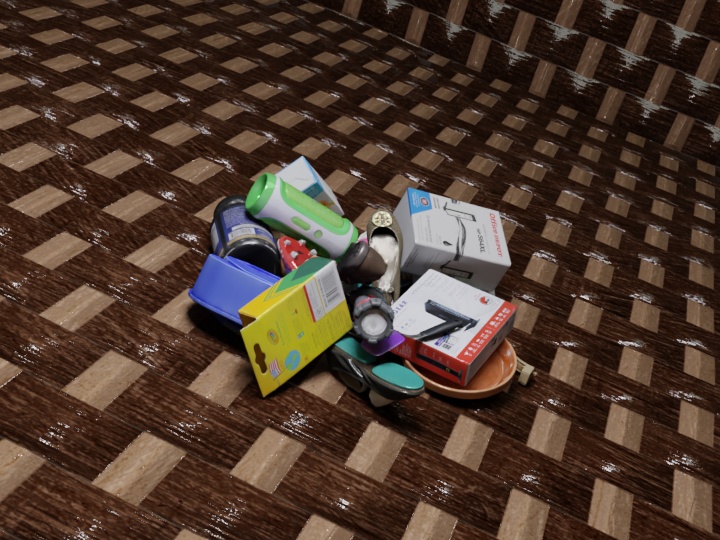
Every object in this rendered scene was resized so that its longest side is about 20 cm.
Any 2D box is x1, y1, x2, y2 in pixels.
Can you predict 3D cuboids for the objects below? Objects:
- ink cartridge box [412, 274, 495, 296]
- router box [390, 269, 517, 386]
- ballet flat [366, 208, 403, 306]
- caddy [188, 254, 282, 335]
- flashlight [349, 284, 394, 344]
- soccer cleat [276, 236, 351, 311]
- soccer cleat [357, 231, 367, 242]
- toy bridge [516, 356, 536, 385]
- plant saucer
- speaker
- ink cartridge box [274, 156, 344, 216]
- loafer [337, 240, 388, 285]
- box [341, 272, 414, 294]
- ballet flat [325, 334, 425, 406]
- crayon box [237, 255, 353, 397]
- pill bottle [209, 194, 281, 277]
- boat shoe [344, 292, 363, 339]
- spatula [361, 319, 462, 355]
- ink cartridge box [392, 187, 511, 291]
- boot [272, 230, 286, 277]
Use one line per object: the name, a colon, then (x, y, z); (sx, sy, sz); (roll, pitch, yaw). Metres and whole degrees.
ink cartridge box: (0.176, -0.011, 1.919); (0.159, 0.050, 0.203); (10, 64, -21)
router box: (0.146, 0.093, 1.713); (0.178, 0.049, 0.200); (23, 38, 22)
ballet flat: (0.043, -0.023, 1.796); (0.066, 0.046, 0.203); (-1, 67, 4)
caddy: (-0.181, 0.053, 1.619); (0.198, 0.106, 0.141); (24, 6, 17)
flashlight: (0.021, 0.064, 1.614); (0.068, 0.067, 0.200); (61, 5, -7)
soccer cleat: (-0.092, 0.031, 1.694); (0.068, 0.085, 0.201); (-7, 54, -51)
soccer cleat: (0.018, -0.041, 1.982); (0.086, 0.071, 0.199); (16, 19, 31)
toy bridge: (0.225, 0.142, 1.799); (0.198, 0.027, 0.067); (26, 27, 16)
plant saucer: (0.165, 0.150, 1.706); (0.197, 0.033, 0.201); (5, 34, -3)
speaker: (-0.102, -0.091, 1.772); (0.199, 0.089, 0.089); (31, 20, -25)
ink cartridge box: (-0.107, -0.122, 1.919); (0.068, 0.114, 0.200); (60, 6, 26)
loafer: (0.000, 0.000, 1.676); (0.071, 0.073, 0.200); (34, -4, -6)
box: (0.034, 0.005, 1.866); (0.199, 0.049, 0.083); (-21, 88, -52)
ballet flat: (0.022, 0.166, 1.567); (0.068, 0.069, 0.199); (-14, 32, -42)
crayon box: (-0.107, 0.082, 1.531); (0.050, 0.128, 0.199); (15, 41, 43)
pill bottle: (-0.209, -0.052, 1.785); (0.110, 0.113, 0.201); (8, 29, -20)
boat shoe: (-0.019, 0.069, 1.744); (0.198, 0.058, 0.067); (20, 26, 1)
spatula: (0.088, 0.102, 1.617); (0.198, 0.021, 0.056); (-10, 25, -36)
ink cartridge box: (0.168, -0.057, 1.876); (0.198, 0.085, 0.147); (12, 46, -19)
boot: (-0.075, -0.018, 1.864); (0.198, 0.074, 0.155); (-10, 38, -28)
